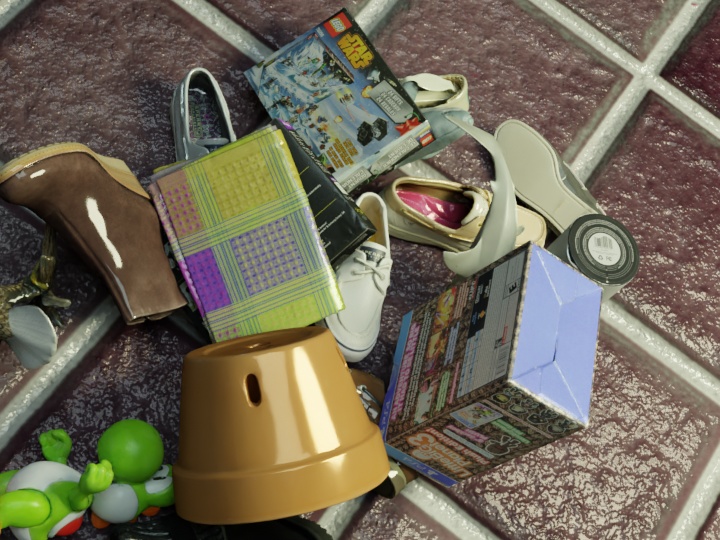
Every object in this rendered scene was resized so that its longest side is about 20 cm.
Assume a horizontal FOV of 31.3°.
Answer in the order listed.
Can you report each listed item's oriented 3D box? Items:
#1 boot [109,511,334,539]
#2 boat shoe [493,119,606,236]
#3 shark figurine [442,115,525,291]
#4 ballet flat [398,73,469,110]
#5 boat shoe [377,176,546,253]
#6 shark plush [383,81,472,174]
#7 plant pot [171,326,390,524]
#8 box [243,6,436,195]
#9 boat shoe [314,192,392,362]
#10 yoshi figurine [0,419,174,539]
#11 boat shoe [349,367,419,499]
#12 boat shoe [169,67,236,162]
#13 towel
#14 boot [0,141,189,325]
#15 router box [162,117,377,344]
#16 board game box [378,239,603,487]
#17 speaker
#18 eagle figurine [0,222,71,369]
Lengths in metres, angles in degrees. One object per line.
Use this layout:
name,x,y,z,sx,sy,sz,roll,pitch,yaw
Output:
boot,-0.118,0.269,1.138,0.157,0.211,0.080,-13,109,-30
boat shoe,0.222,-0.085,1.464,0.067,0.057,0.200,-40,75,10
shark figurine,0.117,-0.040,1.304,0.089,0.128,0.215,-3,110,-31
ballet flat,0.030,-0.196,1.449,0.199,0.069,0.070,-4,68,-17
boat shoe,0.115,-0.058,1.407,0.199,0.069,0.074,8,65,-11
shark plush,0.019,-0.132,1.385,0.199,0.091,0.083,-20,31,-10
plant pot,-0.082,0.133,1.174,0.199,0.200,0.141,-11,94,-19
box,-0.025,-0.177,1.377,0.137,0.040,0.200,-32,55,2
boat shoe,0.000,0.000,1.320,0.071,0.070,0.200,23,45,-15
yoshi figurine,-0.263,0.183,1.179,0.199,0.112,0.113,-4,61,-20
boat shoe,-0.010,0.133,1.293,0.068,0.072,0.200,-38,90,-30
boat shoe,-0.158,-0.121,1.362,0.072,0.069,0.201,-1,67,-16
towel,-0.110,-0.030,1.250,0.143,0.023,0.201,-22,87,7
boot,-0.243,-0.030,1.196,0.200,0.072,0.167,-5,68,-64
router box,-0.106,-0.032,1.291,0.200,0.051,0.149,-40,80,7
board game box,0.122,0.093,1.228,0.097,0.200,0.160,31,51,-22
speaker,0.202,0.021,1.322,0.081,0.200,0.081,9,62,-17
eagle figurine,-0.384,0.031,1.207,0.199,0.151,0.152,-5,78,-29
